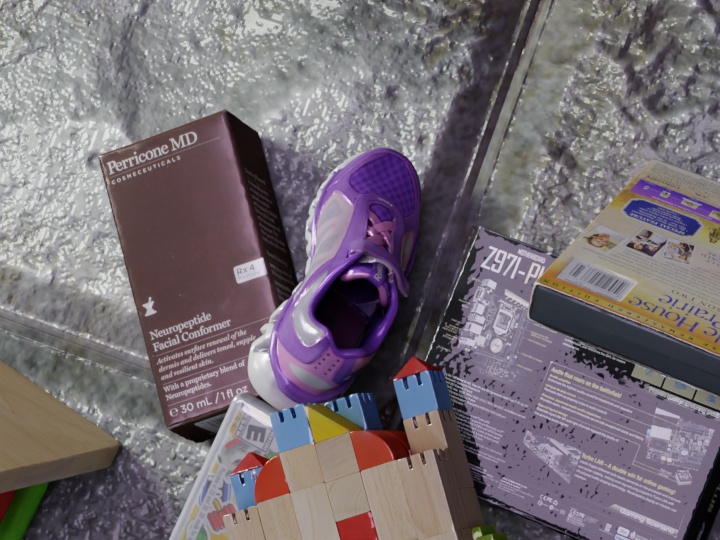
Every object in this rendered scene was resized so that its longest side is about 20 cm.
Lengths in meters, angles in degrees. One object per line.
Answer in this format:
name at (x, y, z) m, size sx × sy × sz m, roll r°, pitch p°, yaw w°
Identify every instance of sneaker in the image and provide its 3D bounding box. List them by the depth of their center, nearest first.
sneaker at (0.000, 0.000, 1.566) m, size 0.080 × 0.088 × 0.201 m, roll 30°, pitch 59°, yaw -12°

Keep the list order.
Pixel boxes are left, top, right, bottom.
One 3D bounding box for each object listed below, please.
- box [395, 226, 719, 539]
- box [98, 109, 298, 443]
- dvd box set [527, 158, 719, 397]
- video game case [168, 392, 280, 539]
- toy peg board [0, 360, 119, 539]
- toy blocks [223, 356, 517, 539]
box at (0.142, 0.086, 1.540) m, size 0.200 × 0.086 × 0.164 m, roll 21°, pitch 86°, yaw 18°
box at (-0.099, 0.004, 1.634) m, size 0.100 × 0.075 × 0.201 m, roll -20°, pitch 73°, yaw 12°
dvd box set at (0.208, 0.003, 1.490) m, size 0.146 × 0.200 × 0.029 m, roll 22°, pitch 123°, yaw 18°
video game case at (-0.041, 0.208, 1.567) m, size 0.182 × 0.023 × 0.200 m, roll 28°, pitch 103°, yaw 12°
toy peg board at (-0.303, 0.116, 1.616) m, size 0.200 × 0.199 × 0.098 m, roll 32°, pitch 105°, yaw 19°
toy blocks at (-0.009, 0.138, 1.498) m, size 0.200 × 0.100 × 0.137 m, roll -20°, pitch 79°, yaw 22°
